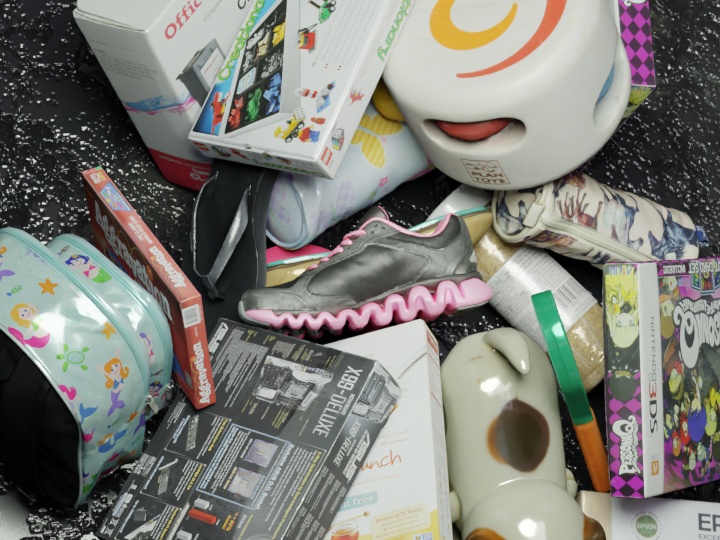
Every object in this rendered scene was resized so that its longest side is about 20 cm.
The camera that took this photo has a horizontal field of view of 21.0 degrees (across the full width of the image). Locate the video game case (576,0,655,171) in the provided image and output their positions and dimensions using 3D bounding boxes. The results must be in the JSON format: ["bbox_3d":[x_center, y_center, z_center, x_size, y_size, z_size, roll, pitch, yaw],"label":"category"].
[{"bbox_3d":[0.199,-0.207,1.681,0.036,0.181,0.200,5,66,-15],"label":"video game case"}]

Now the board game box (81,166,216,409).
[{"bbox_3d":[-0.164,0.010,1.492,0.019,0.103,0.200,-19,39,-20],"label":"board game box"}]

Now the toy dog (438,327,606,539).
[{"bbox_3d":[0.122,0.158,1.511,0.139,0.194,0.200,1,61,-27],"label":"toy dog"}]

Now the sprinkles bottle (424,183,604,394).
[{"bbox_3d":[0.140,0.014,1.636,0.200,0.068,0.068,44,65,7],"label":"sprinkles bottle"}]

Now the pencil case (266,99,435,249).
[{"bbox_3d":[-0.003,-0.091,1.622,0.200,0.091,0.083,-30,75,-30],"label":"pencil case"}]

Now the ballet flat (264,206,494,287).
[{"bbox_3d":[0.018,0.003,1.576,0.200,0.069,0.063,-16,83,-5],"label":"ballet flat"}]

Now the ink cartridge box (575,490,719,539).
[{"bbox_3d":[0.258,0.270,1.556,0.200,0.075,0.165,6,68,-11],"label":"ink cartridge box"}]

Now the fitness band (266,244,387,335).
[{"bbox_3d":[-0.061,0.072,1.584,0.144,0.037,0.200,29,65,-4],"label":"fitness band"}]

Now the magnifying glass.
[{"bbox_3d":[0.165,0.097,1.500,0.022,0.200,0.080,-19,38,6],"label":"magnifying glass"}]

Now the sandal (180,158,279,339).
[{"bbox_3d":[-0.108,-0.043,1.540,0.076,0.043,0.200,10,89,32],"label":"sandal"}]

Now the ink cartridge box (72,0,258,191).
[{"bbox_3d":[-0.127,-0.180,1.577,0.086,0.200,0.148,19,61,32],"label":"ink cartridge box"}]

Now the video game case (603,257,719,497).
[{"bbox_3d":[0.259,0.081,1.558,0.200,0.036,0.182,-2,91,-53],"label":"video game case"}]

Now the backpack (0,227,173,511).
[{"bbox_3d":[-0.230,0.062,1.441,0.178,0.200,0.151,39,67,18],"label":"backpack"}]

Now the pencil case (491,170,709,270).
[{"bbox_3d":[0.198,-0.037,1.621,0.200,0.089,0.078,20,104,-34],"label":"pencil case"}]

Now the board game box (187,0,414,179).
[{"bbox_3d":[-0.040,-0.172,1.511,0.126,0.035,0.200,13,70,34],"label":"board game box"}]

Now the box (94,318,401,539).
[{"bbox_3d":[-0.083,0.142,1.444,0.158,0.050,0.200,13,64,35],"label":"box"}]

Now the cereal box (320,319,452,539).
[{"bbox_3d":[-0.007,0.143,1.466,0.144,0.040,0.200,-16,53,16],"label":"cereal box"}]

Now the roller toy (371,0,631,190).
[{"bbox_3d":[0.114,-0.161,1.538,0.200,0.140,0.182,-34,50,0],"label":"roller toy"}]

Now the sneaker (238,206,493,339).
[{"bbox_3d":[0.000,0.000,1.513,0.200,0.079,0.096,-8,85,-11],"label":"sneaker"}]
